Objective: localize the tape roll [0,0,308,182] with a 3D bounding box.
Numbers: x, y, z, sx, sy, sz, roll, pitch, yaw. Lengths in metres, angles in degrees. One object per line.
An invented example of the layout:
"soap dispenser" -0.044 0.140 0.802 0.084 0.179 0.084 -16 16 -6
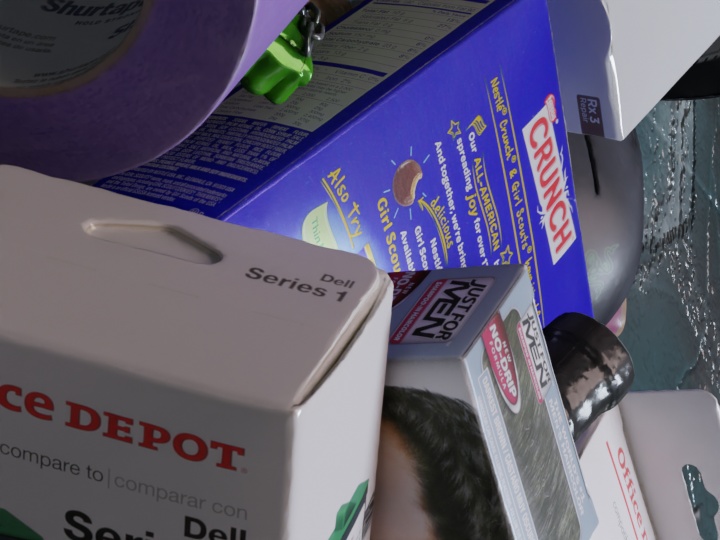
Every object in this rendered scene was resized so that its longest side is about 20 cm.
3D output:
"tape roll" -0.105 -0.133 0.716 0.085 0.199 0.201 -56 133 -49

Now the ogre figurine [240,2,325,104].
"ogre figurine" -0.091 -0.155 0.835 0.120 0.199 0.098 -81 -162 -65

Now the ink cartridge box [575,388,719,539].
"ink cartridge box" 0.058 0.116 0.966 0.068 0.199 0.116 -51 129 -51

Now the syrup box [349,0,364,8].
"syrup box" 0.035 -0.026 1.070 0.081 0.078 0.201 -35 116 -57

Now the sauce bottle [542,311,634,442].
"sauce bottle" 0.029 0.089 0.854 0.200 0.065 0.065 -42 125 -29

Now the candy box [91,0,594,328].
"candy box" 0.000 0.000 0.903 0.200 0.077 0.170 -37 128 -36

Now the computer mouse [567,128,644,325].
"computer mouse" 0.094 -0.061 1.139 0.138 0.053 0.201 -2 81 -32

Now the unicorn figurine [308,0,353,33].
"unicorn figurine" -0.012 -0.190 0.989 0.200 0.137 0.074 -58 145 -27

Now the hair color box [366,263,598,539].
"hair color box" -0.031 0.060 0.774 0.061 0.199 0.099 -50 129 -52

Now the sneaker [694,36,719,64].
"sneaker" 0.162 -0.156 1.173 0.200 0.060 0.105 -18 93 -52

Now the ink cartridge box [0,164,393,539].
"ink cartridge box" -0.075 0.085 0.715 0.084 0.146 0.201 -54 153 -55

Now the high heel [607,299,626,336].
"high heel" 0.087 -0.057 1.193 0.096 0.067 0.201 -1 77 -44

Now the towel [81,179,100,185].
"towel" -0.111 0.030 0.859 0.200 0.023 0.153 -11 96 -61

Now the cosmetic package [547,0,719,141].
"cosmetic package" 0.120 -0.155 1.009 0.200 0.081 0.113 -42 134 -42

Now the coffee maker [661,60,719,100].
"coffee maker" 0.161 -0.190 1.301 0.192 0.134 0.200 -48 131 -19
